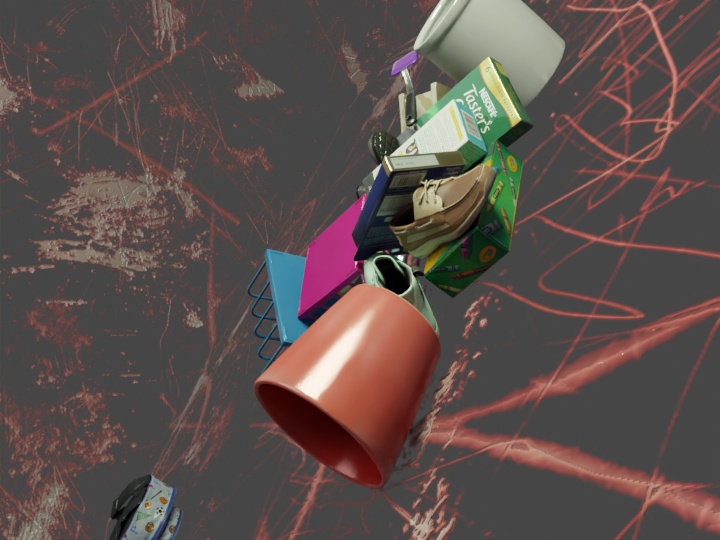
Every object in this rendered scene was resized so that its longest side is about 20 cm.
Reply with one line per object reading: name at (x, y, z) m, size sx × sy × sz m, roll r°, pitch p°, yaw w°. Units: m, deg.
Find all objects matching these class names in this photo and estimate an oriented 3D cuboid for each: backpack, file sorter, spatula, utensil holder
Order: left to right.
backpack at (-0.490, 0.575, 1.709) m, size 0.193 × 0.151 × 0.201 m, roll -60°, pitch 17°, yaw 18°
file sorter at (-0.117, 0.090, 1.355) m, size 0.123 × 0.136 × 0.203 m, roll -52°, pitch 40°, yaw 36°
file sorter at (0.000, 0.000, 1.256) m, size 0.199 × 0.123 × 0.142 m, roll -37°, pitch 38°, yaw 49°
spatula at (0.078, -0.300, 1.229) m, size 0.056 × 0.020 × 0.204 m, roll -27°, pitch 44°, yaw 26°
utensil holder at (0.213, -0.374, 1.239) m, size 0.171 × 0.198 × 0.171 m, roll -51°, pitch 13°, yaw 16°

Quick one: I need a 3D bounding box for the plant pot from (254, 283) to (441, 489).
plant pot at (-0.002, 0.130, 0.912) m, size 0.178 × 0.200 × 0.200 m, roll -51°, pitch 10°, yaw -26°

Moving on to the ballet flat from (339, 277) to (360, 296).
ballet flat at (-0.002, -0.028, 1.400) m, size 0.201 × 0.069 × 0.070 m, roll -49°, pitch 14°, yaw 29°

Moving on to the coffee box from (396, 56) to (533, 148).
coffee box at (0.152, -0.210, 1.140) m, size 0.198 × 0.043 × 0.126 m, roll -36°, pitch 63°, yaw 31°

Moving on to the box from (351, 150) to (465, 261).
box at (0.060, -0.089, 1.076) m, size 0.033 × 0.118 × 0.202 m, roll 65°, pitch 150°, yaw 29°

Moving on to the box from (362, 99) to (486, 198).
box at (0.091, -0.152, 1.114) m, size 0.199 × 0.048 × 0.084 m, roll -38°, pitch 49°, yaw 33°

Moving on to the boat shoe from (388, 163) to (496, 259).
boat shoe at (0.100, -0.081, 0.981) m, size 0.200 × 0.071 × 0.077 m, roll -41°, pitch 20°, yaw 51°

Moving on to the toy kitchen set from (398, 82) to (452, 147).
toy kitchen set at (0.181, -0.198, 1.260) m, size 0.160 × 0.178 × 0.206 m, roll -8°, pitch 83°, yaw 39°

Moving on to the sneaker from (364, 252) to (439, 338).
sneaker at (0.044, 0.005, 1.027) m, size 0.072 × 0.120 × 0.201 m, roll -27°, pitch 38°, yaw -3°

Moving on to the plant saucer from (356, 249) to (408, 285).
plant saucer at (0.036, -0.011, 1.422) m, size 0.201 × 0.027 × 0.201 m, roll -52°, pitch 14°, yaw 19°

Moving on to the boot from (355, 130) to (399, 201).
boot at (0.039, -0.149, 1.307) m, size 0.129 × 0.200 × 0.071 m, roll -8°, pitch 48°, yaw 38°

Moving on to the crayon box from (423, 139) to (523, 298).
crayon box at (0.159, -0.074, 1.042) m, size 0.119 × 0.058 × 0.202 m, roll -45°, pitch 18°, yaw 42°
